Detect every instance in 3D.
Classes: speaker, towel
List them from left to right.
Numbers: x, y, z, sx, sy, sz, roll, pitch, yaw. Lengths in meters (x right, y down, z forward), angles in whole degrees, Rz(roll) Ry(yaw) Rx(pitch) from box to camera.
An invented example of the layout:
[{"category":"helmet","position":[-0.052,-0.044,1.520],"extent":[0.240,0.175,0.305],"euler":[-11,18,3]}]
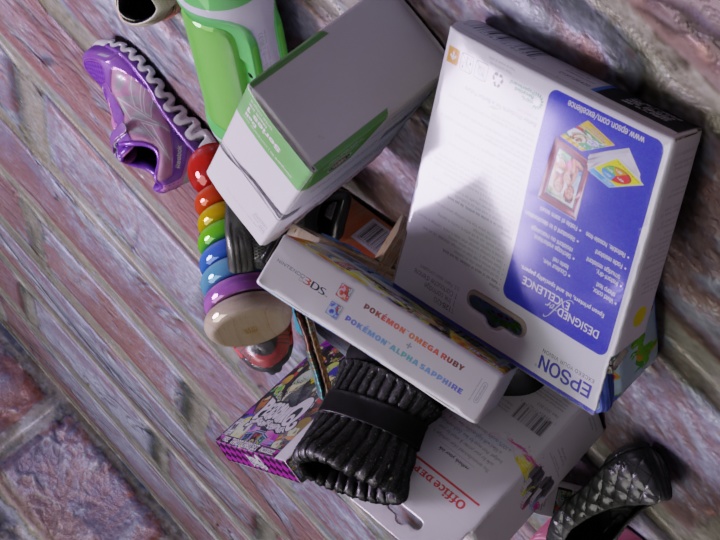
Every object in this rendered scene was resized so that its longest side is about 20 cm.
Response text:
[{"category":"speaker","position":[-0.105,-0.190,1.257],"extent":[0.088,0.088,0.201],"euler":[38,156,28]},{"category":"towel","position":[-0.065,0.030,1.482],"extent":[0.200,0.021,0.148],"euler":[-114,7,-70]}]

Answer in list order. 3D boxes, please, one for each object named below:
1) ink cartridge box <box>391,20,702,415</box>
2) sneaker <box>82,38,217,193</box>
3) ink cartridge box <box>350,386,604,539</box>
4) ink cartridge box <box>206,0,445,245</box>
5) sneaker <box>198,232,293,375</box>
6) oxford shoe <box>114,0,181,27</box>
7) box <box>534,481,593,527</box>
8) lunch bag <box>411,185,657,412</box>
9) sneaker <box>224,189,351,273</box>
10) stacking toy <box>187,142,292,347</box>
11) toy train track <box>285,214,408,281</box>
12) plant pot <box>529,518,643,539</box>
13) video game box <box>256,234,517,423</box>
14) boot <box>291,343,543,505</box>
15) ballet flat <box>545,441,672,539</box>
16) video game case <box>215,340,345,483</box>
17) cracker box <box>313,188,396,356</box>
[{"category":"ink cartridge box","position":[0.119,-0.039,0.991],"extent":[0.197,0.047,0.202],"euler":[33,125,36]},{"category":"sneaker","position":[-0.241,-0.162,1.576],"extent":[0.200,0.088,0.081],"euler":[47,160,12]},{"category":"ink cartridge box","position":[0.100,0.165,1.260],"extent":[0.115,0.200,0.068],"euler":[34,162,36]},{"category":"ink cartridge box","position":[-0.031,-0.115,1.144],"extent":[0.085,0.146,0.200],"euler":[50,159,1]},{"category":"sneaker","position":[-0.119,0.005,1.481],"extent":[0.098,0.070,0.203],"euler":[80,174,-71]},{"category":"oxford shoe","position":[-0.204,-0.260,1.355],"extent":[0.071,0.074,0.200],"euler":[53,159,-8]},{"category":"box","position":[0.139,0.206,1.407],"extent":[0.109,0.035,0.199],"euler":[17,173,-26]},{"category":"lunch bag","position":[0.132,0.008,1.114],"extent":[0.199,0.082,0.162],"euler":[38,159,32]},{"category":"sneaker","position":[-0.067,-0.078,1.345],"extent":[0.201,0.113,0.077],"euler":[-96,6,-48]},{"category":"stacking toy","position":[-0.125,-0.032,1.407],"extent":[0.086,0.084,0.202],"euler":[95,163,-62]},{"category":"toy train track","position":[0.000,0.000,1.259],"extent":[0.032,0.115,0.199],"euler":[36,-173,33]},{"category":"plant pot","position":[0.205,0.357,1.406],"extent":[0.200,0.179,0.201],"euler":[42,158,21]},{"category":"video game box","position":[0.028,0.041,1.085],"extent":[0.181,0.047,0.200],"euler":[30,-177,8]},{"category":"boot","position":[0.057,0.117,1.214],"extent":[0.209,0.159,0.080],"euler":[-1,138,32]},{"category":"ballet flat","position":[0.210,0.218,1.271],"extent":[0.201,0.066,0.057],"euler":[112,150,-50]},{"category":"video game case","position":[-0.047,0.144,1.561],"extent":[0.036,0.181,0.199],"euler":[55,159,-16]},{"category":"cracker box","position":[0.000,0.019,1.428],"extent":[0.134,0.058,0.201],"euler":[38,155,34]}]
